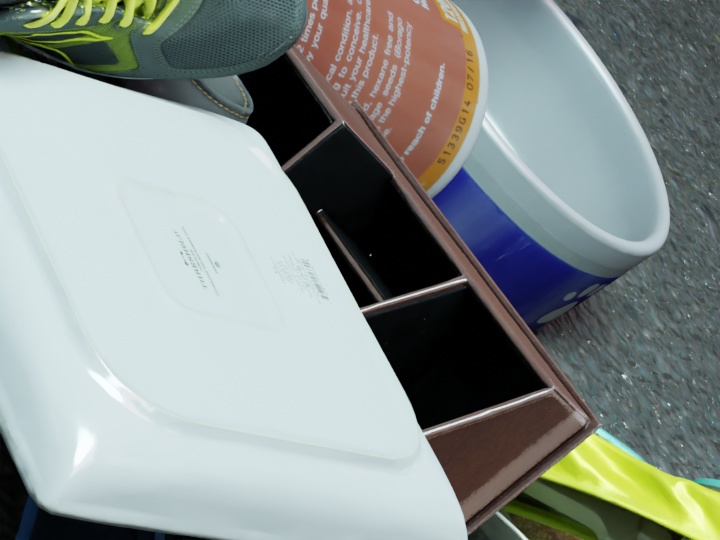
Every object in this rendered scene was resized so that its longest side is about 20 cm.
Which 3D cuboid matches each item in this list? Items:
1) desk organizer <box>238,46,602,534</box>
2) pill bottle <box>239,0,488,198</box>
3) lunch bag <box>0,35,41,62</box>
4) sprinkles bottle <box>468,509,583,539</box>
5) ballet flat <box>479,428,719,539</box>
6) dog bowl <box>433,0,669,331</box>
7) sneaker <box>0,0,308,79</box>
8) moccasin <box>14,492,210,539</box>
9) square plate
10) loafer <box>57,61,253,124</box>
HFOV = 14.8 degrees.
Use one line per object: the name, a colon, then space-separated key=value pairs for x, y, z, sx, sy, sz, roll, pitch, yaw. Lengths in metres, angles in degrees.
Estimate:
desk organizer: x=0.000 y=0.000 z=1.055 sx=0.200 sy=0.072 sz=0.077 roll=54 pitch=6 yaw=39
pill bottle: x=-0.044 y=-0.099 z=1.173 sx=0.200 sy=0.112 sz=0.112 roll=25 pitch=37 yaw=-48
lunch bag: x=-0.173 y=-0.042 z=0.902 sx=0.161 sy=0.082 sz=0.200 roll=58 pitch=24 yaw=8
sprinkles bottle: x=0.040 y=0.063 z=1.163 sx=0.200 sy=0.068 sz=0.068 roll=56 pitch=24 yaw=5
ballet flat: x=0.109 y=0.104 z=1.081 sx=0.200 sy=0.067 sz=0.067 roll=26 pitch=64 yaw=14
dog bowl: x=0.060 y=-0.071 z=1.364 sx=0.200 sy=0.079 sz=0.200 roll=41 pitch=26 yaw=-26
sneaker: x=-0.100 y=-0.096 z=0.890 sx=0.200 sy=0.074 sz=0.085 roll=14 pitch=18 yaw=-30
moccasin: x=-0.075 y=0.082 z=0.898 sx=0.068 sy=0.080 sz=0.200 roll=16 pitch=53 yaw=-4
square plate: x=-0.060 y=0.003 z=0.885 sx=0.198 sy=0.028 sz=0.200 roll=14 pitch=39 yaw=-48
loafer: x=-0.091 y=-0.112 z=0.976 sx=0.200 sy=0.072 sz=0.073 roll=43 pitch=12 yaw=-45
